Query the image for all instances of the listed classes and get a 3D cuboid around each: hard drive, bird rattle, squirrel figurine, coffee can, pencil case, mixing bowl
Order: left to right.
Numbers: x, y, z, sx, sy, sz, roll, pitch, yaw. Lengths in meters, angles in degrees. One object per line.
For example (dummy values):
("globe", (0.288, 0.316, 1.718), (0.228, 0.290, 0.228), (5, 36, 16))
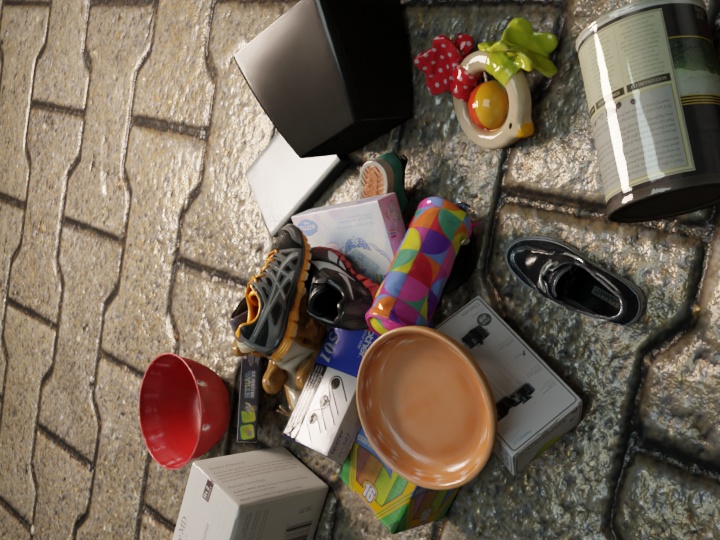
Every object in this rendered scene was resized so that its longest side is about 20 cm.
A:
("mixing bowl", (-0.305, 0.251, 1.519), (0.197, 0.107, 0.206), (-2, 87, 44))
("hard drive", (-0.109, -0.173, 1.401), (0.200, 0.032, 0.142), (-44, 60, 33))
("squirrel figurine", (-0.094, 0.130, 1.307), (0.138, 0.190, 0.201), (-20, 28, 10))
("pencil case", (0.081, 0.000, 1.090), (0.087, 0.089, 0.203), (11, 64, 42))
("bird rattle", (0.161, -0.242, 1.108), (0.197, 0.111, 0.167), (-4, 101, 46))
("coffee can", (0.323, -0.170, 0.912), (0.144, 0.144, 0.206), (-17, 77, 41))

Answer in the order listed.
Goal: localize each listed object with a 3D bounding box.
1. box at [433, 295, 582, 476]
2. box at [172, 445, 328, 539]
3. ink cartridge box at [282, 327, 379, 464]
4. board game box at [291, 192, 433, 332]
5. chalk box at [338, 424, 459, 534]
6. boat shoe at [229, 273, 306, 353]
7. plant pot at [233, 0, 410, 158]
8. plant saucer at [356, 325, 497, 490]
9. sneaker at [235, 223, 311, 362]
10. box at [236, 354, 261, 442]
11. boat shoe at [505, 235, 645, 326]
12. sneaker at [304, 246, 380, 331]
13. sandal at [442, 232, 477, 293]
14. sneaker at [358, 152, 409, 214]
("box", (0.172, 0.142, 1.061), (0.115, 0.061, 0.200), (-34, 55, -14))
("box", (-0.180, 0.410, 1.330), (0.129, 0.197, 0.204), (28, 107, 39))
("ink cartridge box", (-0.026, 0.156, 1.170), (0.093, 0.044, 0.204), (12, 72, 42))
("board game box", (0.000, 0.000, 1.226), (0.197, 0.043, 0.204), (-4, 107, 48))
("chalk box", (0.080, 0.231, 1.142), (0.124, 0.122, 0.204), (37, 113, 37))
("boat shoe", (-0.134, 0.035, 1.228), (0.070, 0.201, 0.066), (-8, 123, 30))
("plant pot", (-0.035, -0.279, 1.242), (0.197, 0.198, 0.181), (-23, 86, 39))
("plant saucer", (0.082, 0.165, 1.020), (0.196, 0.037, 0.206), (11, 109, 35))
("sneaker", (-0.119, 0.020, 1.151), (0.078, 0.076, 0.204), (134, 149, -53))
("box", (-0.187, 0.178, 1.419), (0.110, 0.034, 0.206), (-173, 87, -82))
("boat shoe", (0.250, 0.011, 1.027), (0.199, 0.067, 0.073), (34, 111, 39))
("sneaker", (-0.046, 0.023, 1.161), (0.200, 0.096, 0.072), (38, 123, 45))
("sandal", (0.089, 0.008, 1.196), (0.199, 0.044, 0.077), (-37, 64, 36))
("sneaker", (0.034, -0.080, 1.243), (0.071, 0.079, 0.204), (33, 130, 28))
